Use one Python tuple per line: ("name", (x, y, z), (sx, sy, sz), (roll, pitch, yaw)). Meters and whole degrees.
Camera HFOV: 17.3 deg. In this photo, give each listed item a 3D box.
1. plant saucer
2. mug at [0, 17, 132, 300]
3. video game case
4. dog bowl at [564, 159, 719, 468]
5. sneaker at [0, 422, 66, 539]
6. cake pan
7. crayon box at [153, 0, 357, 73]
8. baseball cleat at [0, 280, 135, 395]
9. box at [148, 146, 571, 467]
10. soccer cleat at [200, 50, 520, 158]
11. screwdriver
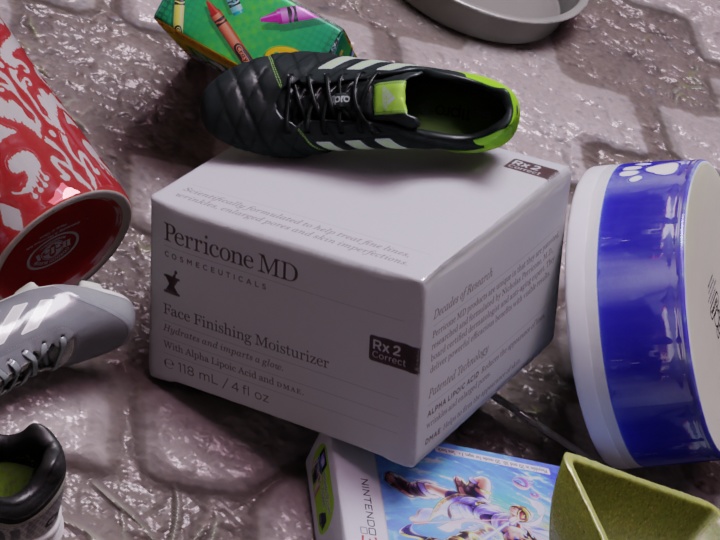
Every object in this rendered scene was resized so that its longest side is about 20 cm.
("plant saucer", (0.188, 0.217, 1.377), (0.199, 0.048, 0.201), (23, 36, -52))
("mug", (-0.258, -0.066, 1.497), (0.200, 0.177, 0.133), (49, 5, 22))
("video game case", (0.073, 0.184, 1.425), (0.199, 0.046, 0.182), (12, 39, -19))
("dog bowl", (0.198, 0.028, 1.558), (0.078, 0.201, 0.200), (-5, 30, 21))
("sneaker", (-0.245, 0.116, 1.278), (0.199, 0.088, 0.074), (1, 43, -30))
("cake pan", (0.097, -0.258, 1.993), (0.199, 0.037, 0.201), (16, 37, -13))
("crayon box", (-0.069, -0.160, 1.667), (0.118, 0.058, 0.200), (29, 0, 4))
("baseball cleat", (-0.219, 0.062, 1.391), (0.199, 0.070, 0.107), (-6, 53, -24))
("box", (0.000, 0.000, 1.484), (0.198, 0.131, 0.200), (17, 30, 26))
("soccer cleat", (0.000, -0.104, 1.453), (0.199, 0.068, 0.081), (1, -4, -2))
("screwdriver", (0.090, 0.085, 1.570), (0.200, 0.028, 0.029), (34, 8, 15))
